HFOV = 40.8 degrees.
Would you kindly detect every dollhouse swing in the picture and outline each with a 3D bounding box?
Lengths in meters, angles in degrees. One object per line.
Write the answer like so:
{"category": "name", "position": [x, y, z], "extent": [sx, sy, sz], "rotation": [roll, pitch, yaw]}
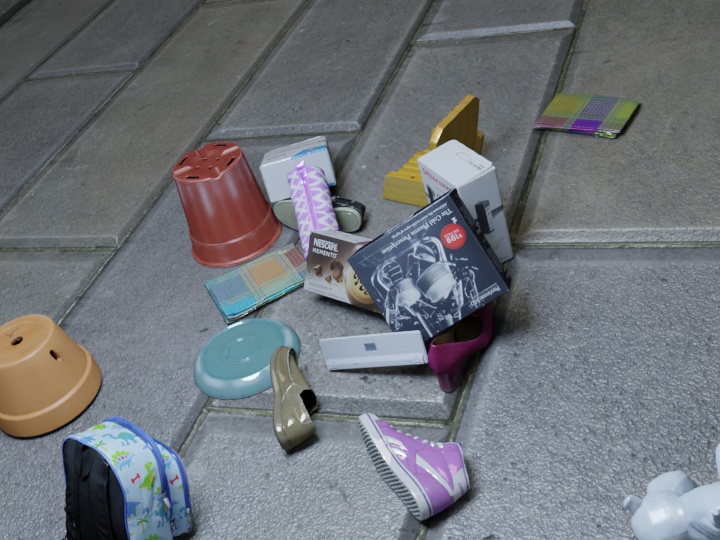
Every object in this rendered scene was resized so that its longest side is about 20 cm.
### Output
{"category": "dollhouse swing", "position": [0.142, -0.260, 1.985], "extent": [0.181, 0.176, 0.200], "rotation": [15, 48, 36]}

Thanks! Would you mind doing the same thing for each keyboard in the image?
{"category": "keyboard", "position": [0.019, 0.132, 1.585], "extent": [0.199, 0.057, 0.011], "rotation": [-8, 11, 34]}

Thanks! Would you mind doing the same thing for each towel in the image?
{"category": "towel", "position": [0.481, -0.332, 2.068], "extent": [0.199, 0.023, 0.144], "rotation": [11, 44, 33]}
{"category": "towel", "position": [-0.195, 0.020, 1.887], "extent": [0.199, 0.022, 0.147], "rotation": [-27, 37, -13]}

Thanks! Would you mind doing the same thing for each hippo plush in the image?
{"category": "hippo plush", "position": [0.420, 0.313, 1.173], "extent": [0.161, 0.160, 0.200], "rotation": [-29, 7, 39]}

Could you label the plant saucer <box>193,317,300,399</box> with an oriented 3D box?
{"category": "plant saucer", "position": [-0.205, 0.147, 1.718], "extent": [0.199, 0.028, 0.201], "rotation": [-11, 36, 8]}

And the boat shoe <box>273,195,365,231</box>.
{"category": "boat shoe", "position": [-0.080, -0.125, 1.986], "extent": [0.198, 0.075, 0.066], "rotation": [2, 36, 27]}

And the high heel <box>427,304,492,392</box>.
{"category": "high heel", "position": [0.165, 0.096, 1.568], "extent": [0.067, 0.096, 0.200], "rotation": [2, 40, 25]}

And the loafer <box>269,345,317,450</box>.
{"category": "loafer", "position": [-0.105, 0.202, 1.568], "extent": [0.067, 0.076, 0.201], "rotation": [-13, 46, 5]}

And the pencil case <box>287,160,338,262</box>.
{"category": "pencil case", "position": [-0.090, -0.108, 1.890], "extent": [0.084, 0.085, 0.201], "rotation": [-22, 66, 14]}

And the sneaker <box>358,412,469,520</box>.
{"category": "sneaker", "position": [0.083, 0.267, 1.409], "extent": [0.114, 0.073, 0.201], "rotation": [-26, 47, -18]}

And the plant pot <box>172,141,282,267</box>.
{"category": "plant pot", "position": [-0.284, -0.145, 1.993], "extent": [0.200, 0.196, 0.201], "rotation": [-11, 36, 8]}

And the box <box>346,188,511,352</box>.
{"category": "box", "position": [0.115, -0.002, 1.575], "extent": [0.200, 0.183, 0.104], "rotation": [-33, 3, 15]}

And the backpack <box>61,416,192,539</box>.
{"category": "backpack", "position": [-0.342, 0.316, 1.404], "extent": [0.182, 0.201, 0.147], "rotation": [15, 27, 39]}

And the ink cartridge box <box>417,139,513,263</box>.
{"category": "ink cartridge box", "position": [0.189, -0.114, 1.749], "extent": [0.083, 0.201, 0.144], "rotation": [-27, 36, -14]}

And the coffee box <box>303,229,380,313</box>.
{"category": "coffee box", "position": [0.000, 0.000, 1.735], "extent": [0.199, 0.114, 0.080], "rotation": [17, 15, 37]}

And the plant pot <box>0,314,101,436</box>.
{"category": "plant pot", "position": [-0.585, 0.176, 1.731], "extent": [0.199, 0.140, 0.200], "rotation": [-11, 37, 9]}

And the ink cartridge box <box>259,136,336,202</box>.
{"category": "ink cartridge box", "position": [-0.131, -0.219, 2.072], "extent": [0.144, 0.084, 0.200], "rotation": [-16, 15, 2]}
